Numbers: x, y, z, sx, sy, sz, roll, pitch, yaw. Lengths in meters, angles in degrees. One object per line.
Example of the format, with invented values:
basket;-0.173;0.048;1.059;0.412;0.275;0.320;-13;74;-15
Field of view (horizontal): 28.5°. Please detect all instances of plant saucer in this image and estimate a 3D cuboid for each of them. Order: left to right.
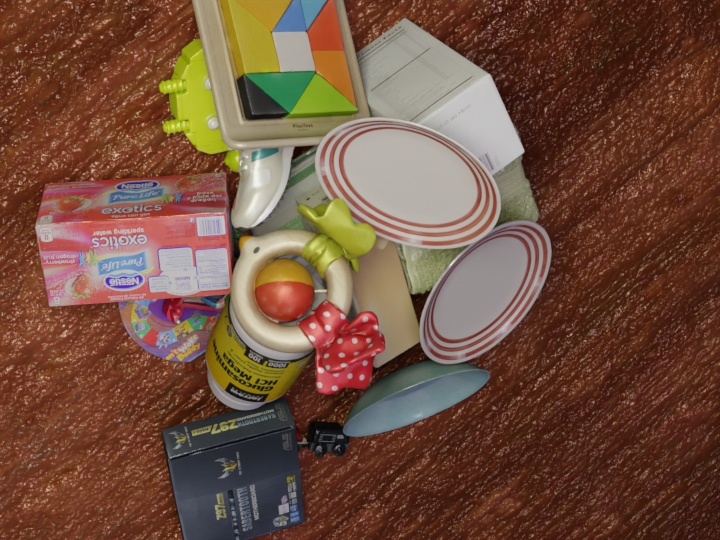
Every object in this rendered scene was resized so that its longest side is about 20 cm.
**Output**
plant saucer;0.064;0.152;1.783;0.199;0.039;0.201;-20;162;-7

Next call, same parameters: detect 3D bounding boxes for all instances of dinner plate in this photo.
dinner plate;0.050;-0.092;1.452;0.200;0.199;0.024;49;49;-37
dinner plate;0.143;0.023;1.662;0.199;0.024;0.202;-27;139;-27

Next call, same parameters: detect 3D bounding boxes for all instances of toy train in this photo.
toy train;-0.101;0.208;1.774;0.198;0.034;0.046;4;112;-29

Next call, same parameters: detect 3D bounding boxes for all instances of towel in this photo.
towel;-0.051;-0.047;1.662;0.148;0.031;0.201;-31;129;-12
towel;0.119;-0.072;1.646;0.199;0.036;0.150;-31;119;-22

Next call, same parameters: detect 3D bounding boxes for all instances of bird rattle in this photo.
bird rattle;-0.054;0.028;1.476;0.161;0.113;0.203;-1;86;3

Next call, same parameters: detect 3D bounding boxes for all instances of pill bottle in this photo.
pill bottle;-0.111;0.081;1.587;0.111;0.113;0.200;-9;156;-23

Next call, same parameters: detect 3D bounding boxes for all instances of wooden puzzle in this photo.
wooden puzzle;-0.077;-0.222;1.454;0.183;0.037;0.202;-7;75;-35

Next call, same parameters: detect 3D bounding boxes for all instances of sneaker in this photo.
sneaker;-0.112;-0.143;1.485;0.093;0.070;0.202;27;77;-26

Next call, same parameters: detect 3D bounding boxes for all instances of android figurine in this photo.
android figurine;-0.123;-0.195;1.538;0.198;0.041;0.184;-13;121;-23

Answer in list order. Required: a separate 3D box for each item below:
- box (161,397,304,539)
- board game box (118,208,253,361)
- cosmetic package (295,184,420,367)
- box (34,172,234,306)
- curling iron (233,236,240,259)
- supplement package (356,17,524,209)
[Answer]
box;-0.152;0.254;1.726;0.156;0.051;0.201;-13;135;-11
board game box;-0.177;0.028;1.631;0.199;0.039;0.159;-33;126;-7
cosmetic package;0.000;0.000;1.635;0.071;0.105;0.201;-29;130;-15
box;-0.234;-0.033;1.500;0.197;0.095;0.104;-5;121;-3
curling iron;-0.115;0.004;1.620;0.050;0.026;0.200;-47;123;0
supplement package;0.070;-0.175;1.547;0.113;0.200;0.110;-35;126;-6
